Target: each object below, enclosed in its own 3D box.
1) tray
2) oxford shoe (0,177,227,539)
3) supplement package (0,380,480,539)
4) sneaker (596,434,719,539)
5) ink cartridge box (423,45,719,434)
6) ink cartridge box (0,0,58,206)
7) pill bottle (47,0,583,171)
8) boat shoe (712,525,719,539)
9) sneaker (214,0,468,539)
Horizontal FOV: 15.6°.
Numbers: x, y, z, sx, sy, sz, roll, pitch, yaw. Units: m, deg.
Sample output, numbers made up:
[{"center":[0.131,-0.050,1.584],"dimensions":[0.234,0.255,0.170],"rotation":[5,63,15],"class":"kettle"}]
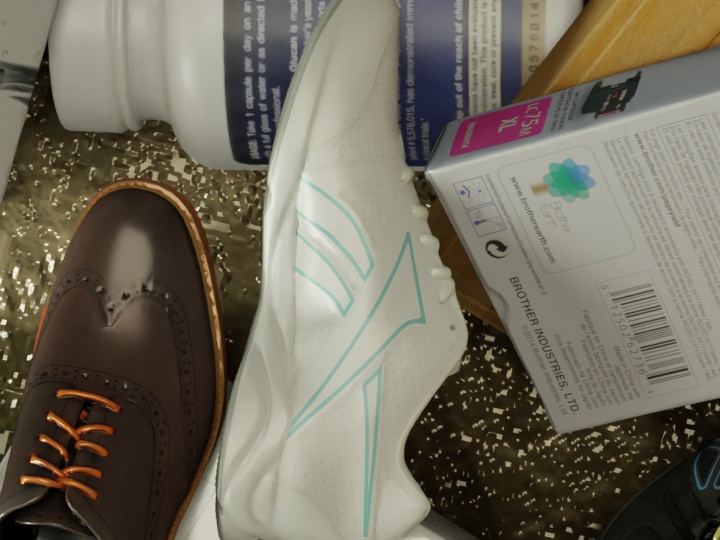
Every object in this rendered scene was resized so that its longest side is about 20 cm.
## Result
[{"center":[0.108,-0.047,0.928],"dimensions":[0.098,0.037,0.200],"rotation":[31,128,-9],"class":"tray"},{"center":[-0.089,0.065,0.910],"dimensions":[0.071,0.073,0.201],"rotation":[6,86,7],"class":"oxford shoe"},{"center":[-0.038,0.116,0.995],"dimensions":[0.199,0.114,0.110],"rotation":[31,90,7],"class":"supplement package"},{"center":[0.150,0.085,0.980],"dimensions":[0.073,0.082,0.200],"rotation":[42,76,7],"class":"sneaker"},{"center":[0.136,-0.019,0.893],"dimensions":[0.199,0.042,0.120],"rotation":[-13,120,26],"class":"ink cartridge box"},{"center":[-0.190,-0.076,0.993],"dimensions":[0.086,0.146,0.201],"rotation":[14,90,-34],"class":"ink cartridge box"},{"center":[-0.014,-0.093,1.004],"dimensions":[0.199,0.111,0.112],"rotation":[1,87,4],"class":"pill bottle"},{"center":[0.196,0.063,0.867],"dimensions":[0.200,0.059,0.072],"rotation":[-35,87,35],"class":"boat shoe"},{"center":[0.000,0.000,0.922],"dimensions":[0.080,0.070,0.201],"rotation":[8,88,0],"class":"sneaker"}]
